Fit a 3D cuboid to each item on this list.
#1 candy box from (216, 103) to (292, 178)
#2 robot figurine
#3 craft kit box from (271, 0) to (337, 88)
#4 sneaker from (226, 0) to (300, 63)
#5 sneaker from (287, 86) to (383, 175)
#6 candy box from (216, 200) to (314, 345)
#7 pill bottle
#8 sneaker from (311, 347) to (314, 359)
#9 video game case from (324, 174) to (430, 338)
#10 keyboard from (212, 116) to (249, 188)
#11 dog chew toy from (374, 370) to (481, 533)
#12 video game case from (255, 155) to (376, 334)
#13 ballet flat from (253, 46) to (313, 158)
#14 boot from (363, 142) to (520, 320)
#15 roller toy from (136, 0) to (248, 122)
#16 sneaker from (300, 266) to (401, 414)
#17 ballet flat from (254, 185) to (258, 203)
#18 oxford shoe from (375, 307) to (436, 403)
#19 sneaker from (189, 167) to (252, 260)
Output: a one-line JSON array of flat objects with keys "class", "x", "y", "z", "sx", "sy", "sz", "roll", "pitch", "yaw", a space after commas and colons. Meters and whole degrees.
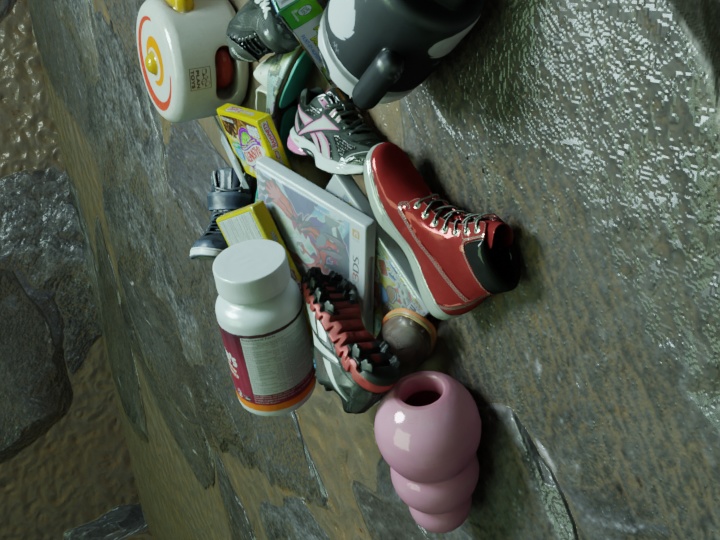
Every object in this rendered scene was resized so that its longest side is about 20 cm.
[{"class": "candy box", "x": -0.147, "y": -0.174, "z": 1.056, "sx": 0.199, "sy": 0.026, "sz": 0.104, "roll": 32, "pitch": 148, "yaw": 61}, {"class": "robot figurine", "x": 0.034, "y": -0.240, "z": 0.695, "sx": 0.126, "sy": 0.149, "sz": 0.200, "roll": 56, "pitch": 150, "yaw": 1}, {"class": "craft kit box", "x": -0.079, "y": -0.326, "z": 0.823, "sx": 0.204, "sy": 0.048, "sz": 0.197, "roll": 66, "pitch": -173, "yaw": 12}, {"class": "sneaker", "x": -0.123, "y": -0.289, "z": 0.936, "sx": 0.066, "sy": 0.090, "sz": 0.201, "roll": 38, "pitch": -165, "yaw": -30}, {"class": "sneaker", "x": -0.028, "y": -0.170, "z": 0.902, "sx": 0.198, "sy": 0.079, "sz": 0.089, "roll": 29, "pitch": 120, "yaw": 45}, {"class": "candy box", "x": -0.119, "y": 0.010, "z": 1.019, "sx": 0.101, "sy": 0.026, "sz": 0.204, "roll": -9, "pitch": 110, "yaw": 50}, {"class": "pill bottle", "x": -0.120, "y": 0.072, "z": 0.940, "sx": 0.109, "sy": 0.108, "sz": 0.204, "roll": 36, "pitch": 143, "yaw": 47}, {"class": "sneaker", "x": -0.077, "y": 0.108, "z": 1.145, "sx": 0.199, "sy": 0.072, "sz": 0.084, "roll": 39, "pitch": 139, "yaw": 47}, {"class": "video game case", "x": 0.000, "y": 0.000, "z": 0.963, "sx": 0.202, "sy": 0.023, "sz": 0.182, "roll": 55, "pitch": 149, "yaw": 9}, {"class": "keyboard", "x": -0.210, "y": -0.194, "z": 1.218, "sx": 0.201, "sy": 0.010, "sz": 0.057, "roll": -123, "pitch": 15, "yaw": -54}, {"class": "dog chew toy", "x": 0.084, "y": 0.220, "z": 0.878, "sx": 0.124, "sy": 0.123, "sz": 0.205, "roll": 30, "pitch": 139, "yaw": 50}, {"class": "video game case", "x": -0.059, "y": -0.027, "z": 0.970, "sx": 0.198, "sy": 0.023, "sz": 0.186, "roll": 33, "pitch": 139, "yaw": 32}, {"class": "ballet flat", "x": -0.110, "y": -0.235, "z": 1.012, "sx": 0.070, "sy": 0.069, "sz": 0.202, "roll": 35, "pitch": 143, "yaw": 13}, {"class": "boot", "x": 0.085, "y": -0.060, "z": 0.767, "sx": 0.203, "sy": 0.071, "sz": 0.144, "roll": 61, "pitch": 150, "yaw": 4}, {"class": "roller toy", "x": -0.266, "y": -0.330, "z": 1.169, "sx": 0.199, "sy": 0.137, "sz": 0.187, "roll": -28, "pitch": 81, "yaw": 61}, {"class": "sneaker", "x": -0.028, "y": 0.084, "z": 0.893, "sx": 0.202, "sy": 0.069, "sz": 0.099, "roll": 56, "pitch": 132, "yaw": 38}, {"class": "ballet flat", "x": -0.140, "y": -0.065, "z": 1.176, "sx": 0.075, "sy": 0.073, "sz": 0.201, "roll": 59, "pitch": 153, "yaw": 22}, {"class": "oxford shoe", "x": 0.039, "y": 0.114, "z": 0.918, "sx": 0.070, "sy": 0.074, "sz": 0.201, "roll": 28, "pitch": 148, "yaw": 4}, {"class": "sneaker", "x": -0.222, "y": -0.090, "z": 1.210, "sx": 0.202, "sy": 0.075, "sz": 0.151, "roll": -76, "pitch": -9, "yaw": -83}]
